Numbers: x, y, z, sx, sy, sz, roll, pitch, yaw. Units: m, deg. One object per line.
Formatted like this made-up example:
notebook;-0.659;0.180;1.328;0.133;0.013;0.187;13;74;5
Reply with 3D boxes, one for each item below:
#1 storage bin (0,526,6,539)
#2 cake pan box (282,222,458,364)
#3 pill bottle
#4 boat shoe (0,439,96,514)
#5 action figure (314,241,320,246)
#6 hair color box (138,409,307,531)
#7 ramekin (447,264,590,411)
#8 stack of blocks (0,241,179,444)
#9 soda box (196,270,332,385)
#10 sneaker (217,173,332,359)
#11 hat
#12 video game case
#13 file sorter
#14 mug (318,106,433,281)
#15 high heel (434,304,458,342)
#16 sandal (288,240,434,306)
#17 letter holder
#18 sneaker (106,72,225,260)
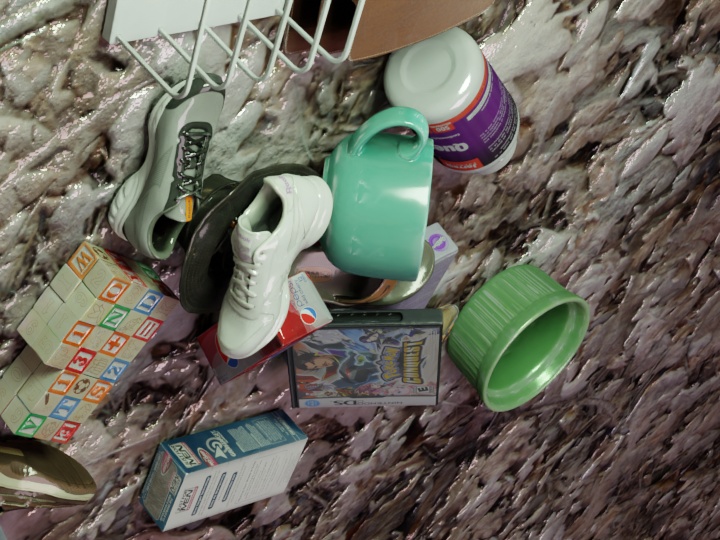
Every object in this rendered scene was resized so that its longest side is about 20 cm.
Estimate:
storage bin;-0.445;0.299;1.617;0.133;0.147;0.201;-2;143;4
cake pan box;0.013;0.040;1.935;0.199;0.053;0.185;-28;163;-27
pill bottle;0.108;-0.179;1.772;0.113;0.112;0.200;-46;149;1
boat shoe;-0.373;0.223;1.708;0.075;0.075;0.202;-50;138;13
action figure;-0.039;-0.028;1.841;0.199;0.052;0.066;-9;139;-43
hair color box;-0.168;0.244;1.987;0.199;0.061;0.101;-12;135;-44
ramekin;0.215;0.088;2.235;0.199;0.098;0.201;-31;147;-24
stack of blocks;-0.291;0.077;1.639;0.201;0.059;0.115;-51;149;9
soda box;-0.108;0.064;1.754;0.070;0.064;0.200;-26;176;-30
sneaker;-0.106;-0.008;1.594;0.099;0.075;0.202;9;109;-54
hat;-0.135;-0.049;1.655;0.200;0.081;0.202;-40;152;-26
video game case;0.004;0.105;1.876;0.178;0.026;0.201;-1;148;0
file sorter;-0.103;-0.247;1.423;0.199;0.125;0.140;-18;141;-39
mug;0.015;-0.086;1.714;0.152;0.113;0.187;-87;-176;-82
high heel;0.067;0.091;2.043;0.142;0.072;0.200;-41;179;2
sandal;0.000;0.000;1.792;0.198;0.054;0.083;1;94;-29
letter holder;0.032;-0.265;1.588;0.199;0.101;0.143;-25;146;-33
sneaker;-0.173;-0.100;1.556;0.074;0.079;0.201;-3;128;-47
